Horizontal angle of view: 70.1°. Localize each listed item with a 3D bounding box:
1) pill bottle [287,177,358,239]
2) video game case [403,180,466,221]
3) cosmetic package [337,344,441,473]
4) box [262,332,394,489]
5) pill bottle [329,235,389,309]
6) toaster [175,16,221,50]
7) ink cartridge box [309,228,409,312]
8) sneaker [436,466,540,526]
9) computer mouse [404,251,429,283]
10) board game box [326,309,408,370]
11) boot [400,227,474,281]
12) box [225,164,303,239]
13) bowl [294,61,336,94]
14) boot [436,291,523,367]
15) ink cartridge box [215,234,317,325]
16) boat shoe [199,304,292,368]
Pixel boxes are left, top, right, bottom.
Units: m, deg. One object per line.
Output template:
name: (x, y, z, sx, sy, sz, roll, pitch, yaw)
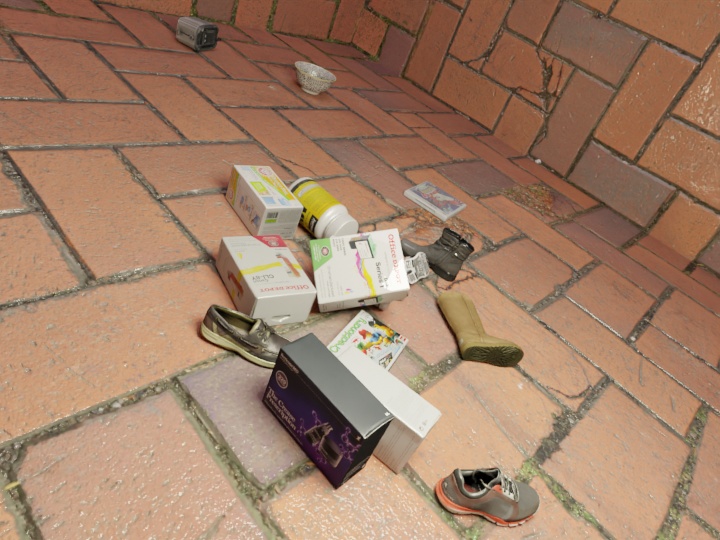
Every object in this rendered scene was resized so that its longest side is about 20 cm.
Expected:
pill bottle: (-0.105, -0.151, 1.373, 0.200, 0.115, 0.114, 42, 36, 26)
video game case: (0.274, -0.257, 1.868, 0.182, 0.023, 0.200, 36, 33, 16)
cosmetic package: (0.024, 0.240, 0.900, 0.200, 0.113, 0.081, 38, 35, 16)
box: (-0.060, 0.224, 0.837, 0.200, 0.142, 0.079, 41, 35, 25)
pill bottle: (0.000, 0.000, 1.227, 0.199, 0.113, 0.112, 29, 32, 8)
toaster: (-0.716, -1.044, 2.255, 0.128, 0.114, 0.200, 26, 34, 6)
ink cartridge box: (-0.003, -0.001, 1.124, 0.198, 0.084, 0.146, -9, 73, -6)
sneaker: (0.231, 0.375, 0.869, 0.198, 0.082, 0.077, 12, 34, -20)
computer mouse: (0.129, 0.003, 1.357, 0.200, 0.044, 0.111, -22, 97, -60)
board game box: (0.008, 0.169, 1.061, 0.126, 0.035, 0.200, 31, 33, 11)
boot: (0.215, -0.071, 1.456, 0.199, 0.132, 0.070, 28, 33, 6)
box: (-0.251, -0.177, 1.323, 0.112, 0.102, 0.200, -8, 44, -40)
bowl: (-0.219, -0.869, 2.353, 0.199, 0.095, 0.201, 17, 32, -11)
boot: (0.295, 0.138, 1.274, 0.174, 0.066, 0.201, 13, 33, -19)
ink cartridge box: (-0.203, 0.017, 1.093, 0.144, 0.084, 0.200, -5, 43, -37)
boat shoe: (-0.200, 0.123, 0.959, 0.199, 0.065, 0.073, 20, 31, -9)
